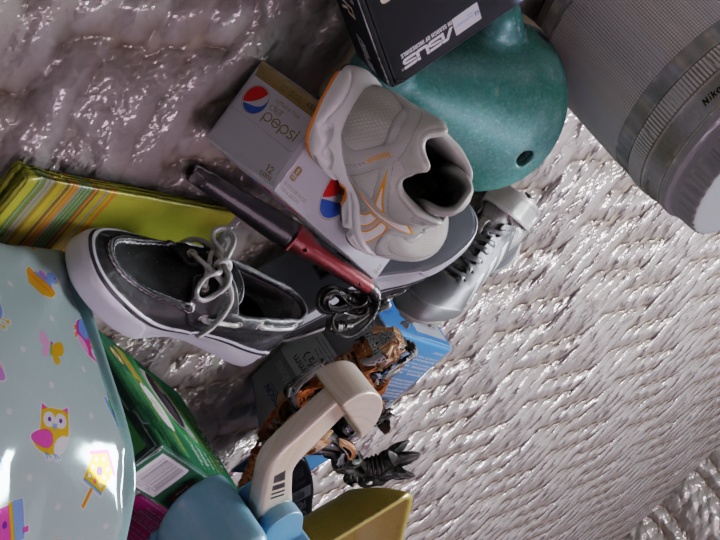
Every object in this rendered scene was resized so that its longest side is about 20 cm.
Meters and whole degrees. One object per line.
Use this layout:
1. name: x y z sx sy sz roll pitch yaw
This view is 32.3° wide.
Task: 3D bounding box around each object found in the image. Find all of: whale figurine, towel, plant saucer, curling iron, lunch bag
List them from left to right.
1. lunch bag: -0.222 0.089 0.693 0.121 0.203 0.170 -27 161 26
2. towel: -0.169 -0.025 0.810 0.086 0.018 0.199 -43 156 22
3. curling iron: -0.050 -0.014 0.879 0.200 0.025 0.050 43 74 -39
4. plant saucer: -0.055 0.277 1.086 0.198 0.049 0.202 -25 145 -28
5. whale figurine: 0.066 -0.116 0.861 0.198 0.104 0.160 5 133 -48

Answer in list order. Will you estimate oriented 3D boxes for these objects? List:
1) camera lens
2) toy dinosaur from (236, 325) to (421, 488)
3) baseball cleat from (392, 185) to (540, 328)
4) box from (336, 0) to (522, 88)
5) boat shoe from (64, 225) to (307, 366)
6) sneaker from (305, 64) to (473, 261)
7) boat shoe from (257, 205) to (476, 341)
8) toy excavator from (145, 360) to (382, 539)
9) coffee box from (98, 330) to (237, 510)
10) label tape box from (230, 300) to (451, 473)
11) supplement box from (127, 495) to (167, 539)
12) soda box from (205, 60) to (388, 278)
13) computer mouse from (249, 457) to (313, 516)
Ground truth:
1. camera lens: 0.235 -0.149 0.915 0.158 0.201 0.161 -29 154 -16
2. toy dinosaur: -0.029 0.119 1.034 0.198 0.104 0.135 -23 147 31
3. baseball cleat: 0.093 -0.025 1.084 0.200 0.069 0.107 -38 157 -55
4. box: 0.066 -0.222 0.718 0.199 0.044 0.161 -34 142 -8
5. boat shoe: -0.105 0.012 0.811 0.067 0.075 0.199 -29 145 22
6. sneaker: 0.034 -0.047 0.793 0.076 0.091 0.200 -58 154 -10
7. boat shoe: 0.001 0.002 0.993 0.197 0.074 0.068 -30 161 -12
8. toy excavator: -0.075 0.174 0.903 0.192 0.100 0.202 -24 144 -27
9. coffee box: -0.159 0.124 0.943 0.044 0.123 0.200 -36 156 -3
10. label tape box: -0.028 0.105 1.154 0.200 0.067 0.143 -42 154 15
11. supplement box: -0.180 0.274 1.155 0.199 0.103 0.103 3 109 -52
12. soda box: -0.026 -0.063 0.858 0.064 0.068 0.200 -53 154 -1
13. computer mouse: -0.100 0.255 1.134 0.139 0.046 0.203 -28 127 -26
